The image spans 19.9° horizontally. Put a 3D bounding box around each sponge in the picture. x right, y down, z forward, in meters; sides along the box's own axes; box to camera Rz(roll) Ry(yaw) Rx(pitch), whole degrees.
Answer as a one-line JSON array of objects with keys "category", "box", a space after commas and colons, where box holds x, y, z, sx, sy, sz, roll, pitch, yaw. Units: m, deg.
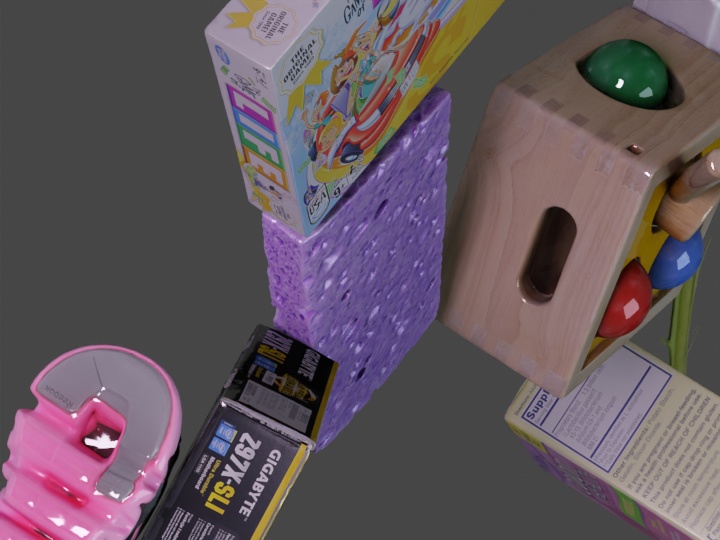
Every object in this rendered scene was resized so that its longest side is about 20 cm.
[{"category": "sponge", "box": [0.000, 0.000, 1.014, 0.112, 0.030, 0.200, -48, 159, -26]}]

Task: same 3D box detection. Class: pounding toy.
[{"category": "pounding toy", "box": [0.146, -0.043, 1.129, 0.184, 0.142, 0.201, -34, 150, -49]}]

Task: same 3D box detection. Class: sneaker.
[{"category": "sneaker", "box": [-0.134, 0.126, 0.836, 0.200, 0.079, 0.095, -54, 171, -7]}]

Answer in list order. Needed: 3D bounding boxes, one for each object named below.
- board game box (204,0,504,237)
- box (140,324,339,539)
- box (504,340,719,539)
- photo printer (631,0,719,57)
[{"category": "board game box", "box": [0.018, -0.125, 0.862, 0.200, 0.034, 0.135, -51, 159, -19]}, {"category": "box", "box": [-0.079, 0.132, 0.917, 0.201, 0.049, 0.160, -62, -176, 9]}, {"category": "box", "box": [0.222, 0.138, 1.493, 0.097, 0.200, 0.176, -55, 161, -6]}, {"category": "photo printer", "box": [0.238, -0.170, 1.267, 0.200, 0.069, 0.167, -44, 156, -34]}]
